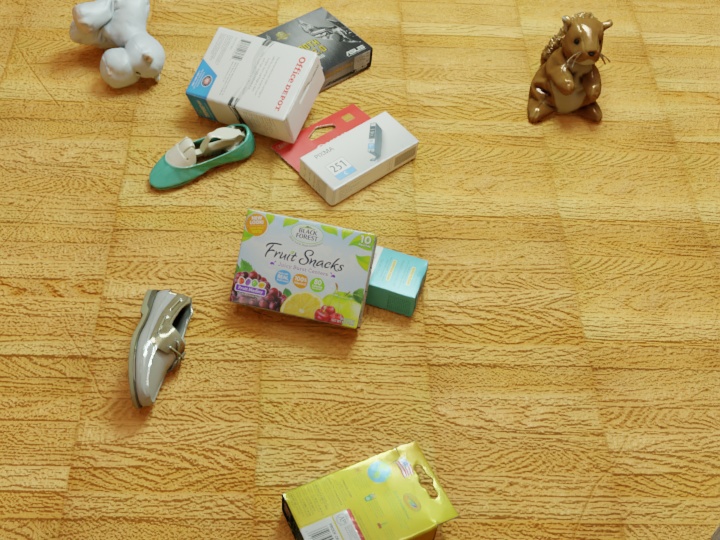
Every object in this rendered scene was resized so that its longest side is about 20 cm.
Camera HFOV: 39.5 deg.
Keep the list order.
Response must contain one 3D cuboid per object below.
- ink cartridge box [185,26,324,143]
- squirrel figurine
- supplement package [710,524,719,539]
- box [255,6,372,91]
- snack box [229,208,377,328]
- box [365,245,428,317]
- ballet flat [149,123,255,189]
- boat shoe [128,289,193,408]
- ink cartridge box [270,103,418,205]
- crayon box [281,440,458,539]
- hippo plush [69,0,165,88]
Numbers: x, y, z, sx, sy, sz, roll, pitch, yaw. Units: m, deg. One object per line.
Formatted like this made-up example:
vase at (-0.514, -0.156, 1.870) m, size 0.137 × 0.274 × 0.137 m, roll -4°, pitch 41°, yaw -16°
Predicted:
ink cartridge box at (-0.181, -0.324, 1.755) m, size 0.198 × 0.084 × 0.147 m, roll 19°, pitch 71°, yaw 16°
squirrel figurine at (0.387, -0.396, 1.835) m, size 0.140 × 0.188 × 0.202 m, roll 5°, pitch 50°, yaw -1°
supplement package at (0.545, 0.337, 1.231) m, size 0.154 × 0.201 × 0.112 m, roll 3°, pitch 49°, yaw -2°
box at (-0.100, -0.406, 1.891) m, size 0.199 × 0.049 × 0.158 m, roll -30°, pitch 60°, yaw -27°
snack box at (-0.084, -0.002, 1.502) m, size 0.197 × 0.053 × 0.144 m, roll 11°, pitch 87°, yaw 7°
box at (0.000, 0.000, 1.561) m, size 0.198 × 0.049 × 0.083 m, roll 17°, pitch 51°, yaw 8°
ballet flat at (-0.269, -0.202, 1.691) m, size 0.198 × 0.071 × 0.068 m, roll -24°, pitch 56°, yaw -23°
boat shoe at (-0.284, 0.106, 1.431) m, size 0.067 × 0.075 × 0.202 m, roll 0°, pitch 49°, yaw 2°
ink cartridge box at (-0.028, -0.220, 1.746) m, size 0.199 × 0.045 × 0.176 m, roll -32°, pitch 61°, yaw -28°
crayon box at (0.012, 0.315, 1.299) m, size 0.198 × 0.051 × 0.128 m, roll -18°, pitch 54°, yaw -18°
hippo plush at (-0.418, -0.415, 1.836) m, size 0.198 × 0.159 × 0.162 m, roll -24°, pitch 86°, yaw -6°
